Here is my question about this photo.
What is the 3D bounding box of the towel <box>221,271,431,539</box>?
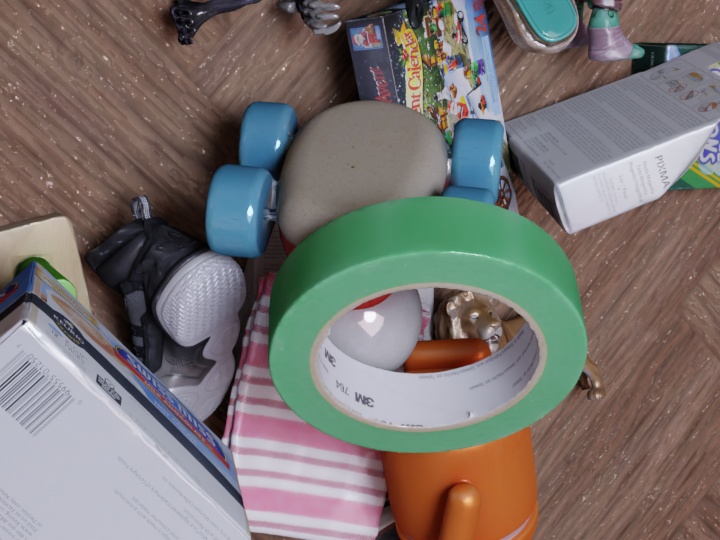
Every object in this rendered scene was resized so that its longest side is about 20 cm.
[{"bbox_3d":[-0.030,0.109,1.014,0.146,0.030,0.201,12,92,-27],"label":"towel"}]

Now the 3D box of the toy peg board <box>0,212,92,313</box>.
[{"bbox_3d":[-0.268,0.085,0.915,0.199,0.098,0.201,-16,107,-23],"label":"toy peg board"}]

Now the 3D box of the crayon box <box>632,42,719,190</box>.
[{"bbox_3d":[0.336,-0.140,1.192,0.199,0.052,0.126,-4,103,-26],"label":"crayon box"}]

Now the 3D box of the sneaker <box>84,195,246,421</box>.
[{"bbox_3d":[-0.149,0.036,0.979,0.075,0.114,0.200,-24,147,-37],"label":"sneaker"}]

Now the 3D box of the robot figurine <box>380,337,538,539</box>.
[{"bbox_3d":[0.074,0.149,1.000,0.116,0.144,0.201,-24,122,-21],"label":"robot figurine"}]

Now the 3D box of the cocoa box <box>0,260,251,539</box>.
[{"bbox_3d":[-0.185,0.119,0.835,0.133,0.131,0.200,-41,109,3],"label":"cocoa box"}]

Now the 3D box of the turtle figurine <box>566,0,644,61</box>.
[{"bbox_3d":[0.187,-0.273,1.047,0.100,0.150,0.201,-3,112,-5],"label":"turtle figurine"}]

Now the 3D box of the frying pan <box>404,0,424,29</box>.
[{"bbox_3d":[0.042,-0.221,0.964,0.115,0.031,0.191,44,38,-55],"label":"frying pan"}]

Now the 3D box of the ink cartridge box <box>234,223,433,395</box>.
[{"bbox_3d":[-0.018,-0.001,1.058,0.160,0.050,0.201,1,88,-26],"label":"ink cartridge box"}]

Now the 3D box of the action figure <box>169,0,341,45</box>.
[{"bbox_3d":[-0.048,-0.228,0.955,0.200,0.102,0.119,-27,126,-19],"label":"action figure"}]

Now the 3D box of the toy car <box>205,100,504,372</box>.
[{"bbox_3d":[0.000,0.000,0.940,0.184,0.177,0.201,6,126,7],"label":"toy car"}]

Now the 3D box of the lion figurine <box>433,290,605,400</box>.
[{"bbox_3d":[0.135,0.066,1.124,0.200,0.072,0.123,-11,89,-53],"label":"lion figurine"}]

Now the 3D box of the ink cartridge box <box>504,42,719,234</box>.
[{"bbox_3d":[0.225,-0.109,1.051,0.199,0.163,0.057,-18,114,-3],"label":"ink cartridge box"}]

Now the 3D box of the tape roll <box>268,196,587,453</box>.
[{"bbox_3d":[0.041,0.040,0.840,0.200,0.048,0.201,-2,138,-1],"label":"tape roll"}]

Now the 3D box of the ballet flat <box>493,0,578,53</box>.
[{"bbox_3d":[0.105,-0.258,1.037,0.068,0.067,0.201,-23,93,-8],"label":"ballet flat"}]

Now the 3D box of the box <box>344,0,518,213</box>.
[{"bbox_3d":[0.061,-0.112,1.037,0.136,0.038,0.201,-30,115,-47],"label":"box"}]

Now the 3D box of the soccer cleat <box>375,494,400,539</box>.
[{"bbox_3d":[0.056,0.198,1.107,0.200,0.085,0.069,-33,113,-16],"label":"soccer cleat"}]
